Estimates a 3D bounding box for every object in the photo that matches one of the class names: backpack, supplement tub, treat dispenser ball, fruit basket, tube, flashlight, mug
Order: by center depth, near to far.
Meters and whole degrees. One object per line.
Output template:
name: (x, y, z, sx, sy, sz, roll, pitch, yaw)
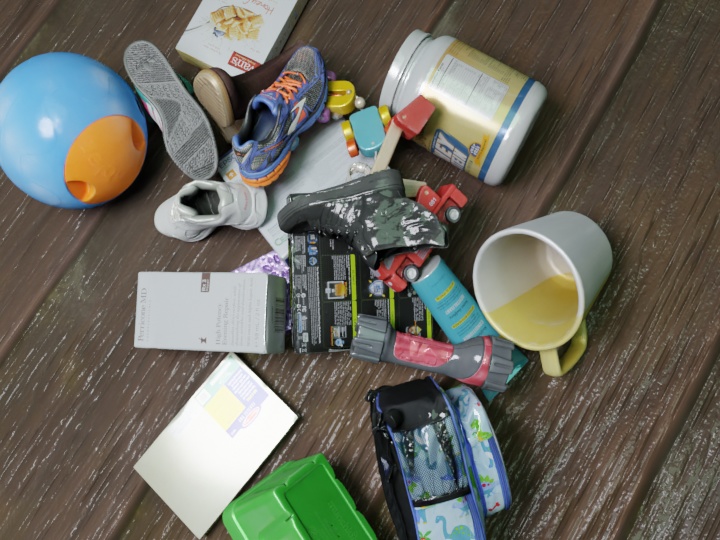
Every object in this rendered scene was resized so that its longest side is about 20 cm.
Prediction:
backpack: (0.094, 0.238, 0.715, 0.142, 0.183, 0.207, -12, 89, -2)
fruit basket: (-0.084, 0.357, 0.742, 0.211, 0.154, 0.223, 13, 112, 35)
flashlight: (0.087, 0.096, 0.745, 0.194, 0.068, 0.070, 14, 89, -1)
mug: (0.239, 0.013, 0.778, 0.148, 0.191, 0.151, 33, 41, 30)
tube: (0.139, 0.073, 0.791, 0.077, 0.050, 0.201, -40, 106, -2)
supplement tub: (0.137, -0.224, 0.830, 0.197, 0.145, 0.147, 30, 81, 10)
treat dispenser ball: (-0.393, -0.188, 0.830, 0.194, 0.201, 0.208, -1, 77, 4)

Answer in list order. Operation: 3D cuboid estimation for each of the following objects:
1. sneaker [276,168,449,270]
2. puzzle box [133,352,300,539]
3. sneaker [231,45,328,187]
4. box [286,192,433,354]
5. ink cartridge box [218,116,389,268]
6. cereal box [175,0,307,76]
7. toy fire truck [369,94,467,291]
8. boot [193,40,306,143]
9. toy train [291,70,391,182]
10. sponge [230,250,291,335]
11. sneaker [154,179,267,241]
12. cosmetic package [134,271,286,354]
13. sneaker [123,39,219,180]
sneaker: (-0.002, -0.047, 0.706, 0.194, 0.060, 0.108, -18, 78, 15)
puzzle box: (-0.190, 0.230, 0.815, 0.132, 0.025, 0.201, 40, 83, 11)
sneaker: (-0.102, -0.208, 0.783, 0.073, 0.079, 0.205, 18, 74, 19)
box: (0.000, 0.000, 0.798, 0.187, 0.047, 0.207, -3, 92, -13)
ink cartridge box: (-0.083, -0.137, 0.870, 0.198, 0.041, 0.201, -37, 65, -6)
cereal box: (-0.177, -0.391, 0.941, 0.141, 0.040, 0.204, 25, 80, 9)
toy fire truck: (0.055, -0.094, 0.757, 0.140, 0.049, 0.202, 39, 84, -12)
boot: (-0.141, -0.264, 0.830, 0.166, 0.200, 0.073, -44, 89, -8)
toy train: (-0.041, -0.184, 0.833, 0.197, 0.056, 0.152, 31, 81, 22)
sponge: (-0.089, 0.019, 0.851, 0.195, 0.030, 0.114, -26, 77, -2)
sneaker: (-0.225, -0.089, 0.824, 0.195, 0.098, 0.081, -10, 82, 32)
cosmetic package: (-0.198, 0.055, 0.805, 0.193, 0.074, 0.105, -1, 83, 15)
sneaker: (-0.263, -0.216, 0.874, 0.082, 0.121, 0.204, -28, 96, -5)
